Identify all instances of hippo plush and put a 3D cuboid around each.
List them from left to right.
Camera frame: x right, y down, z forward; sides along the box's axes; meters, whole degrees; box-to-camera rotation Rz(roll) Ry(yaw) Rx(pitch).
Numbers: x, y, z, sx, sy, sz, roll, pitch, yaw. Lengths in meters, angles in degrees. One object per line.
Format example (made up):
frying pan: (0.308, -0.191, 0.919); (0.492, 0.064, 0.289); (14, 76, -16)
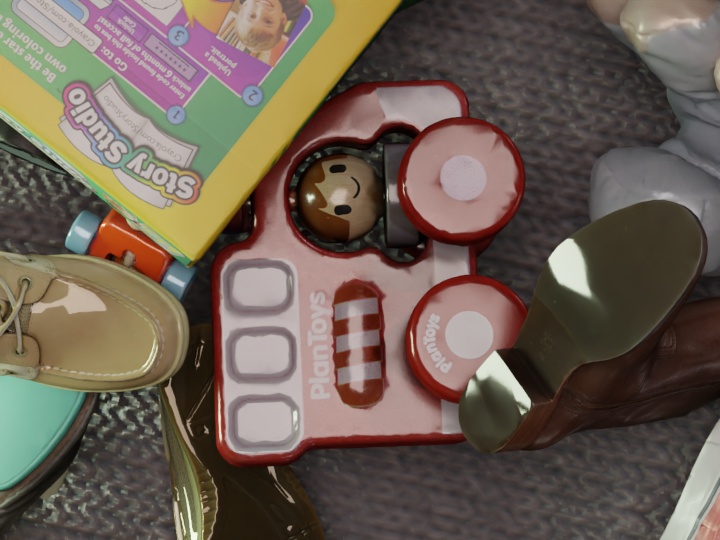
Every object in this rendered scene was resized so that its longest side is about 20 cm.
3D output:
hippo plush: (0.176, -0.082, 1.584); (0.159, 0.200, 0.161); (37, 115, 24)

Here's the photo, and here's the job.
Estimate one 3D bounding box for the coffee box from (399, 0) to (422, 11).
coffee box: (0.053, -0.185, 1.598); (0.200, 0.123, 0.044); (-25, 85, 3)

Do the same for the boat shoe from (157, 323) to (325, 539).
boat shoe: (-0.068, 0.128, 1.617); (0.073, 0.063, 0.201); (-18, 90, -15)

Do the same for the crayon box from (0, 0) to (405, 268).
crayon box: (-0.108, -0.130, 1.500); (0.200, 0.058, 0.173); (39, 85, -3)

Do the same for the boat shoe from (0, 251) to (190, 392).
boat shoe: (-0.187, 0.022, 1.546); (0.200, 0.065, 0.072); (14, 101, 18)

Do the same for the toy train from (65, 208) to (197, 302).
toy train: (-0.183, -0.015, 1.609); (0.200, 0.056, 0.150); (25, 128, 7)

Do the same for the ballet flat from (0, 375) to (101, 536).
ballet flat: (-0.205, 0.115, 1.616); (0.200, 0.068, 0.068); (-45, 66, 6)

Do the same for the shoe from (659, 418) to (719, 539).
shoe: (0.210, 0.146, 1.574); (0.091, 0.071, 0.200); (30, 93, 22)

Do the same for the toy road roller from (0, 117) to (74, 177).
toy road roller: (-0.207, -0.129, 1.592); (0.200, 0.146, 0.123); (23, 85, -5)

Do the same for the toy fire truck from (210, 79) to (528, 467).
toy fire truck: (0.000, 0.000, 1.579); (0.168, 0.112, 0.200); (-3, 83, -5)

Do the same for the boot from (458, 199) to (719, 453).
boot: (0.165, 0.022, 1.513); (0.186, 0.200, 0.064); (-44, 63, 38)
